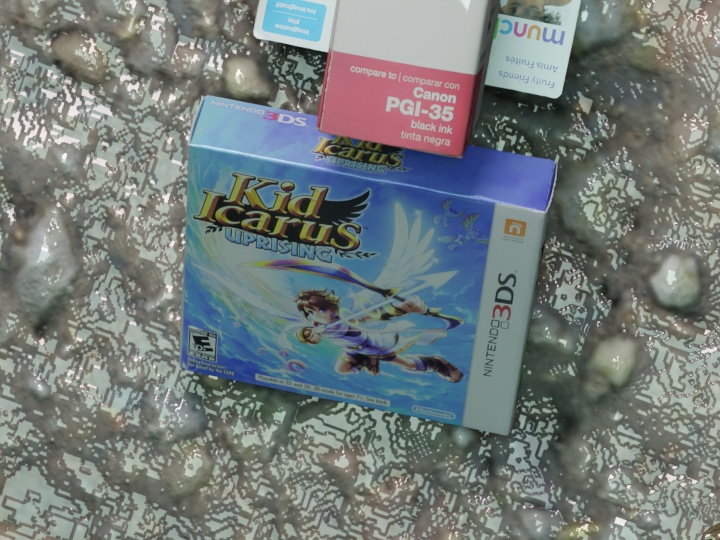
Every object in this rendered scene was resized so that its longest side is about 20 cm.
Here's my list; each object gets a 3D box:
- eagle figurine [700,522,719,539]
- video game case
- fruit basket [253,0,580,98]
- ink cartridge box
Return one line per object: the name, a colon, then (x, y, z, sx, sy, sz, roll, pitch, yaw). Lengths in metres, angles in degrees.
eagle figurine: (0.284, 0.184, 1.518, 0.200, 0.151, 0.152, 43, 127, 6)
video game case: (0.000, 0.000, 1.561, 0.199, 0.182, 0.046, 11, 45, 5)
fruit basket: (0.045, -0.214, 1.593, 0.184, 0.094, 0.201, 12, 88, 5)
ink cartridge box: (0.037, -0.174, 1.494, 0.082, 0.147, 0.201, 11, 103, 4)
